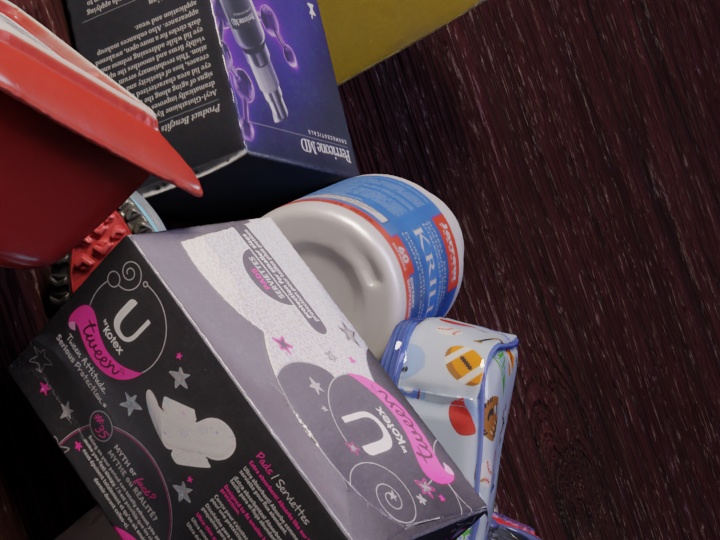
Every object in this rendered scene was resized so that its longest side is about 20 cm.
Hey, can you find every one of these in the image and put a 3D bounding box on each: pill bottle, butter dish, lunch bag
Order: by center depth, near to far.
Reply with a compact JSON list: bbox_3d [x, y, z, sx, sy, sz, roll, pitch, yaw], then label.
[{"bbox_3d":[-0.212,-0.066,1.039,0.200,0.148,0.199,37,5,35],"label":"butter dish"},{"bbox_3d":[0.041,0.127,1.207,0.160,0.075,0.200,1,99,-81],"label":"lunch bag"},{"bbox_3d":[0.000,0.000,1.305,0.112,0.112,0.200,69,20,-4],"label":"pill bottle"}]

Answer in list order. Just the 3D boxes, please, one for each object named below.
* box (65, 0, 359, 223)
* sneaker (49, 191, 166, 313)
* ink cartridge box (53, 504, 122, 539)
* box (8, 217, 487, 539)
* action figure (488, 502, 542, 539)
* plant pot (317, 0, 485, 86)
[{"bbox_3d":[-0.097,-0.139,1.338,0.148,0.104,0.200,6,67,-62],"label":"box"},{"bbox_3d":[-0.117,0.036,1.235,0.096,0.079,0.200,-72,145,-65],"label":"sneaker"},{"bbox_3d":[-0.079,0.214,1.156,0.200,0.086,0.146,67,27,-9],"label":"ink cartridge box"},{"bbox_3d":[-0.055,0.084,1.080,0.200,0.115,0.132,54,29,15],"label":"box"},{"bbox_3d":[0.069,0.227,1.462,0.200,0.105,0.194,31,32,-16],"label":"action figure"},{"bbox_3d":[-0.011,-0.268,1.505,0.200,0.195,0.194,54,30,-16],"label":"plant pot"}]
